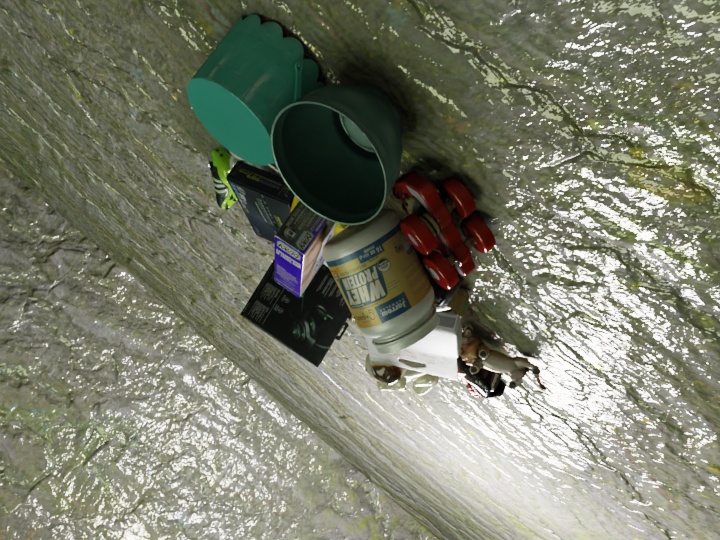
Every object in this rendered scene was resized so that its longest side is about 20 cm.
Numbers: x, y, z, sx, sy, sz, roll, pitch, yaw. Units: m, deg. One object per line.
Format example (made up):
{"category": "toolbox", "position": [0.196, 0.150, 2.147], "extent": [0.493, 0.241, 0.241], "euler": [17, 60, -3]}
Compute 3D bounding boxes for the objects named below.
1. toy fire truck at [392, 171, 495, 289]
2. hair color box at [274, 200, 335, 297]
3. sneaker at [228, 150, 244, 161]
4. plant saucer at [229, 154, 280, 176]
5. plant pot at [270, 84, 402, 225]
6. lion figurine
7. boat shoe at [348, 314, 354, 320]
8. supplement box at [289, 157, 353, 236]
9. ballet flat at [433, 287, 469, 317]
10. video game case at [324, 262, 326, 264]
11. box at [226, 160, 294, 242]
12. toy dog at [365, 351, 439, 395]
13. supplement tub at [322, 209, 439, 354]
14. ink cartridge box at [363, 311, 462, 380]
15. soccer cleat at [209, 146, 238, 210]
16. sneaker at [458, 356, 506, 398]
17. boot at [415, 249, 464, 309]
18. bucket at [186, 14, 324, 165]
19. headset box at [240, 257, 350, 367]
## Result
{"category": "toy fire truck", "position": [0.115, -0.078, 1.181], "extent": [0.201, 0.112, 0.168], "euler": [54, 171, -36]}
{"category": "hair color box", "position": [-0.095, -0.044, 1.242], "extent": [0.064, 0.110, 0.201], "euler": [31, 158, 8]}
{"category": "sneaker", "position": [-0.176, -0.252, 1.316], "extent": [0.196, 0.078, 0.086], "euler": [10, 137, 34]}
{"category": "plant saucer", "position": [-0.171, -0.179, 1.454], "extent": [0.197, 0.051, 0.201], "euler": [31, 158, 14]}
{"category": "plant pot", "position": [-0.016, -0.190, 1.073], "extent": [0.196, 0.135, 0.204], "euler": [23, 139, 21]}
{"category": "lion figurine", "position": [0.282, 0.185, 1.467], "extent": [0.196, 0.074, 0.122], "euler": [26, -170, 7]}
{"category": "boat shoe", "position": [-0.002, 0.078, 1.552], "extent": [0.198, 0.077, 0.072], "euler": [35, 156, -5]}
{"category": "supplement box", "position": [-0.041, -0.146, 1.254], "extent": [0.108, 0.110, 0.200], "euler": [35, 158, 1]}
{"category": "ballet flat", "position": [0.123, 0.078, 1.429], "extent": [0.197, 0.064, 0.068], "euler": [-16, 138, 38]}
{"category": "video game case", "position": [0.009, -0.009, 1.524], "extent": [0.181, 0.046, 0.199], "euler": [44, 156, -19]}
{"category": "box", "position": [-0.165, -0.116, 1.435], "extent": [0.155, 0.052, 0.201], "euler": [23, 157, 23]}
{"category": "toy dog", "position": [0.097, 0.201, 1.592], "extent": [0.197, 0.144, 0.192], "euler": [4, 162, -43]}
{"category": "supplement tub", "position": [0.037, 0.019, 1.203], "extent": [0.144, 0.143, 0.204], "euler": [-9, 111, 60]}
{"category": "ink cartridge box", "position": [0.102, 0.135, 1.425], "extent": [0.195, 0.045, 0.178], "euler": [11, 147, 17]}
{"category": "soccer cleat", "position": [-0.297, -0.202, 1.594], "extent": [0.082, 0.067, 0.201], "euler": [51, 158, 10]}
{"category": "sneaker", "position": [0.251, 0.217, 1.571], "extent": [0.097, 0.072, 0.200], "euler": [7, 149, 47]}
{"category": "boot", "position": [0.089, -0.021, 1.307], "extent": [0.198, 0.066, 0.165], "euler": [38, -176, 1]}
{"category": "bucket", "position": [-0.167, -0.277, 1.149], "extent": [0.204, 0.136, 0.208], "euler": [31, 158, 14]}
{"category": "headset box", "position": [-0.111, 0.068, 1.431], "extent": [0.197, 0.177, 0.093], "euler": [32, 174, -5]}
